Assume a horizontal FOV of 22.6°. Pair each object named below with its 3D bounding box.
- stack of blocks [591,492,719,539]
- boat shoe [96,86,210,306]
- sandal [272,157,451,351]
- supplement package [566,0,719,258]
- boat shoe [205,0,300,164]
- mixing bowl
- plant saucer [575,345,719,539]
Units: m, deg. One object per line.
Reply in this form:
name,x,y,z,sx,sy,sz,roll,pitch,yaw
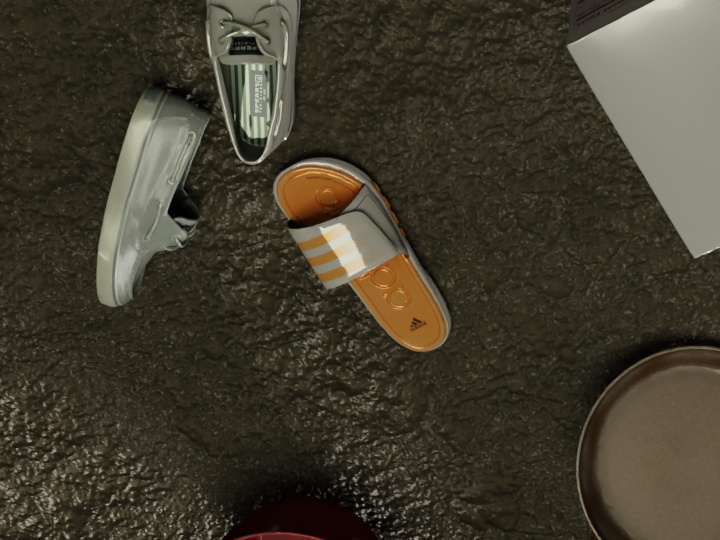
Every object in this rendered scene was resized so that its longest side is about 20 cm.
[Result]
stack of blocks,0.309,0.250,1.578,0.198,0.059,0.116,17,123,-2
boat shoe,-0.165,-0.049,1.459,0.071,0.070,0.202,18,121,1
sandal,0.007,-0.003,1.466,0.079,0.059,0.207,-29,113,24
supplement package,0.264,-0.141,1.307,0.155,0.111,0.201,-25,115,23
boat shoe,-0.079,-0.176,1.367,0.073,0.067,0.202,-3,121,11
mixing bowl,-0.051,0.280,1.626,0.198,0.109,0.202,4,122,6
plant saucer,0.276,0.161,1.502,0.198,0.032,0.202,0,95,-1
